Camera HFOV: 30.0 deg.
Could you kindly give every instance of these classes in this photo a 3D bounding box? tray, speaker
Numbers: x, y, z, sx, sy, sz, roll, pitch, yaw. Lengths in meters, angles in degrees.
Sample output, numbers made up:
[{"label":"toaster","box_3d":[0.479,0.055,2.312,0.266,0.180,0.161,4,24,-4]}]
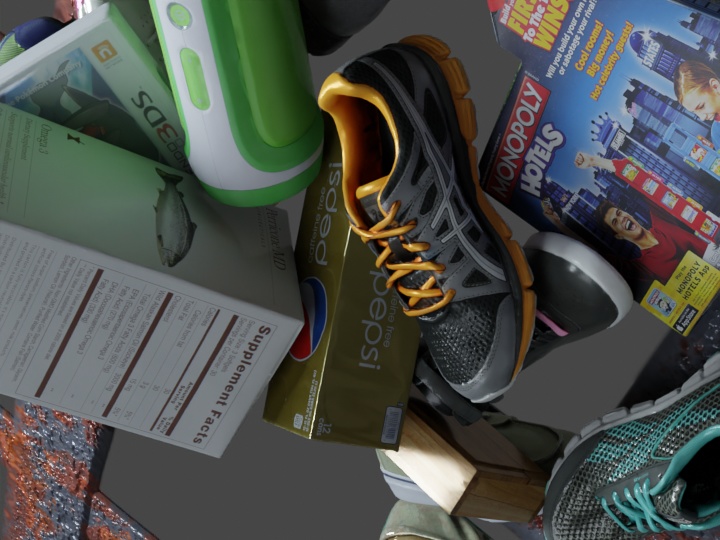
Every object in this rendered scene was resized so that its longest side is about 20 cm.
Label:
[{"label":"tray","box_3d":[0.028,0.087,0.875,0.200,0.098,0.037,39,102,37]},{"label":"speaker","box_3d":[-0.072,-0.137,0.734,0.088,0.088,0.201,17,135,31]}]

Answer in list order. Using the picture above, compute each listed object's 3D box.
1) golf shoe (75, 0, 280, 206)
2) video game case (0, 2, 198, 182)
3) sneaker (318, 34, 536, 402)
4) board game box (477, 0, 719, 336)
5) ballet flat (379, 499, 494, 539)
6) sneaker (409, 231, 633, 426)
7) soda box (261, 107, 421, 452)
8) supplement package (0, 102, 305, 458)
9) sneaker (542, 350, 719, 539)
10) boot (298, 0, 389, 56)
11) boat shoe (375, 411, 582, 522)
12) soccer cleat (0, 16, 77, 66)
[{"label":"golf shoe","box_3d":[-0.109,-0.123,0.894,0.091,0.076,0.201,-15,120,38]},{"label":"video game case","box_3d":[-0.183,-0.043,0.827,0.199,0.023,0.183,-28,126,12]},{"label":"sneaker","box_3d":[0.030,-0.024,0.717,0.078,0.077,0.202,-24,83,48]},{"label":"board game box","box_3d":[0.138,-0.097,0.690,0.199,0.062,0.201,38,143,14]},{"label":"ballet flat","box_3d":[0.102,0.239,1.006,0.199,0.062,0.068,28,138,21]},{"label":"sneaker","box_3d":[0.085,0.042,0.776,0.071,0.099,0.200,42,163,-5]},{"label":"soda box","box_3d":[0.000,0.000,0.796,0.068,0.064,0.202,8,86,60]},{"label":"supplement package","box_3d":[-0.149,0.007,0.783,0.199,0.117,0.118,20,120,-23]},{"label":"sneaker","box_3d":[0.175,0.118,0.771,0.078,0.091,0.200,42,122,-6]},{"label":"boot","box_3d":[-0.032,-0.228,0.743,0.200,0.070,0.131,48,136,-14]},{"label":"boat shoe","box_3d":[0.075,0.128,0.928,0.199,0.072,0.062,-10,121,49]},{"label":"soccer cleat","box_3d":[-0.170,-0.066,0.864,0.064,0.084,0.201,-2,128,50]}]
